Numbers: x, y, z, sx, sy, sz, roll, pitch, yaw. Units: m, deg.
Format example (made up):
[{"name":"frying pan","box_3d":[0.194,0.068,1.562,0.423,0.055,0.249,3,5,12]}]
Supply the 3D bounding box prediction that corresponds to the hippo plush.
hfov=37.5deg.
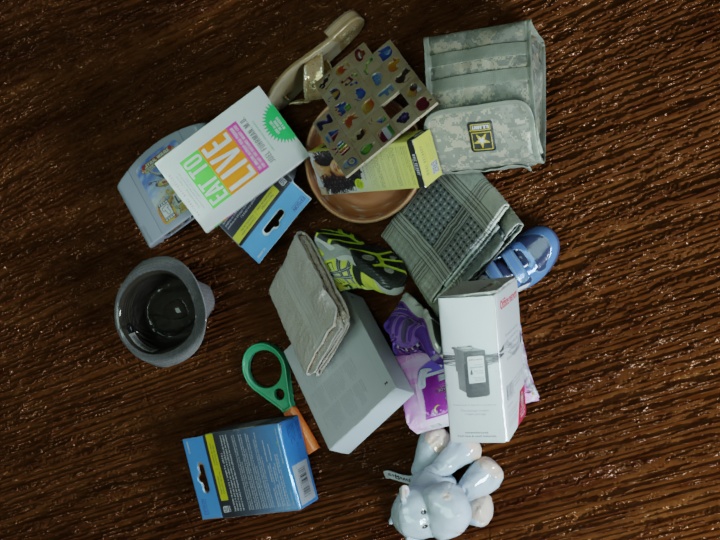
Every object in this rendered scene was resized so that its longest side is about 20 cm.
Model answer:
[{"name":"hippo plush","box_3d":[0.103,0.324,1.580,0.199,0.161,0.160,-5,93,21]}]

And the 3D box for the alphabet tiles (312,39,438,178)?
[{"name":"alphabet tiles","box_3d":[0.006,-0.248,1.547,0.167,0.008,0.200,-38,49,10]}]

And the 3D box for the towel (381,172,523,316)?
[{"name":"towel","box_3d":[0.128,-0.062,1.564,0.193,0.034,0.200,-50,48,18]}]

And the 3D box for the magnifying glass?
[{"name":"magnifying glass","box_3d":[-0.127,0.209,1.737,0.079,0.022,0.201,-34,80,20]}]

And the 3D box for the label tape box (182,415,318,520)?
[{"name":"label tape box","box_3d":[-0.181,0.323,1.737,0.199,0.063,0.145,-12,92,29]}]

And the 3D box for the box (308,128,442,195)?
[{"name":"box","box_3d":[0.019,-0.157,1.553,0.199,0.050,0.076,-3,114,39]}]

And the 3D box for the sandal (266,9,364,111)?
[{"name":"sandal","box_3d":[-0.060,-0.302,1.639,0.212,0.078,0.070,-46,72,13]}]

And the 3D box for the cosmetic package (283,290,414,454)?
[{"name":"cosmetic package","box_3d":[-0.021,0.155,1.628,0.151,0.052,0.201,-46,50,22]}]

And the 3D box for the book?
[{"name":"book","box_3d":[-0.195,-0.169,1.629,0.200,0.048,0.134,-37,91,-1]}]

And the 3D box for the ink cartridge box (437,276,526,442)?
[{"name":"ink cartridge box","box_3d":[0.168,0.117,1.441,0.083,0.145,0.201,-3,97,20]}]

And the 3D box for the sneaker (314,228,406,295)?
[{"name":"sneaker","box_3d":[0.000,0.000,1.626,0.200,0.075,0.077,32,121,47]}]

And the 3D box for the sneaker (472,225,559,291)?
[{"name":"sneaker","box_3d":[0.206,0.008,1.558,0.200,0.082,0.074,-38,79,18]}]

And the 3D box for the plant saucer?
[{"name":"plant saucer","box_3d":[0.009,-0.174,1.642,0.199,0.037,0.202,2,94,23]}]

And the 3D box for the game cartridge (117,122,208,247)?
[{"name":"game cartridge","box_3d":[-0.298,-0.143,1.701,0.199,0.042,0.134,-33,87,23]}]

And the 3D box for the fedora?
[{"name":"fedora","box_3d":[-0.311,0.065,1.757,0.199,0.090,0.178,-31,82,27]}]

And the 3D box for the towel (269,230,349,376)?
[{"name":"towel","box_3d":[-0.084,0.052,1.639,0.133,0.034,0.200,-60,43,33]}]

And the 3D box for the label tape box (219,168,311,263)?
[{"name":"label tape box","box_3d":[-0.179,-0.132,1.705,0.200,0.066,0.143,44,109,10]}]

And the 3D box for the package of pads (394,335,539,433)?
[{"name":"package of pads","box_3d":[0.158,0.161,1.582,0.199,0.076,0.121,-19,68,21]}]

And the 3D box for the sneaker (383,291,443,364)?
[{"name":"sneaker","box_3d":[0.088,0.103,1.560,0.083,0.200,0.081,-46,109,0]}]

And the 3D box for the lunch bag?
[{"name":"lunch bag","box_3d":[0.180,-0.238,1.518,0.163,0.117,0.201,-4,82,22]}]
